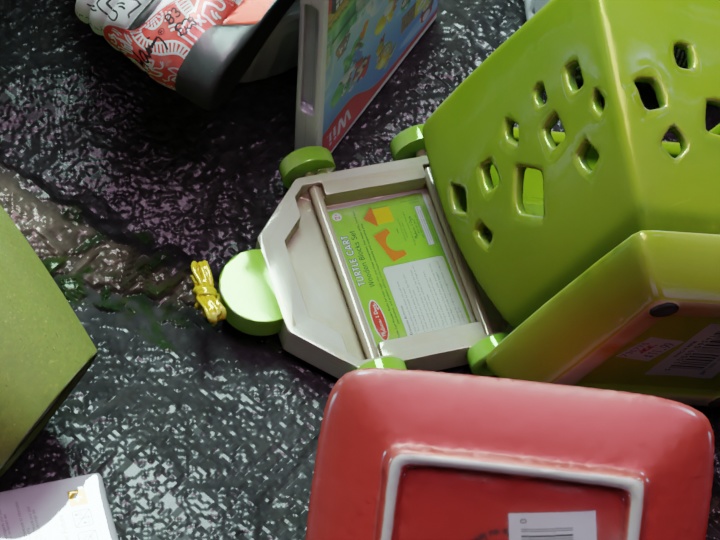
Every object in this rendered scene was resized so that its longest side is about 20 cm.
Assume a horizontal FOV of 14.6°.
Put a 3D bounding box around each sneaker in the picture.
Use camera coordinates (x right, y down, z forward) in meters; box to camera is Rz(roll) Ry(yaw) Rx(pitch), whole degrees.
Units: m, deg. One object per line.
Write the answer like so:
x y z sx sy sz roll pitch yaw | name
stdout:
-0.074 -0.190 1.564 0.108 0.067 0.201 32 63 7 | sneaker

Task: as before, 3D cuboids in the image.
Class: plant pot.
0.171 -0.034 1.529 0.199 0.200 0.182 4 64 -27 | plant pot
-0.244 0.017 1.472 0.200 0.187 0.187 39 60 0 | plant pot

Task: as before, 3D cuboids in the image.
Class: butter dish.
0.072 0.144 1.460 0.199 0.148 0.200 6 100 1 | butter dish

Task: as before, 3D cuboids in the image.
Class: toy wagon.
0.000 0.000 1.589 0.200 0.040 0.155 -11 61 -15 | toy wagon

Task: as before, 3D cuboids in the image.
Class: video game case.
0.008 -0.165 1.594 0.017 0.200 0.143 28 59 15 | video game case

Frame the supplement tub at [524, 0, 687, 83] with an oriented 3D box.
0.205 -0.174 1.677 0.200 0.123 0.123 -3 60 -11 | supplement tub

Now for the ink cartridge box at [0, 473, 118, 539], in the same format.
-0.219 0.170 1.453 0.200 0.037 0.095 -10 61 -17 | ink cartridge box

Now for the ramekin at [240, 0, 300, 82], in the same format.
-0.084 -0.200 1.663 0.202 0.094 0.203 4 58 -7 | ramekin
